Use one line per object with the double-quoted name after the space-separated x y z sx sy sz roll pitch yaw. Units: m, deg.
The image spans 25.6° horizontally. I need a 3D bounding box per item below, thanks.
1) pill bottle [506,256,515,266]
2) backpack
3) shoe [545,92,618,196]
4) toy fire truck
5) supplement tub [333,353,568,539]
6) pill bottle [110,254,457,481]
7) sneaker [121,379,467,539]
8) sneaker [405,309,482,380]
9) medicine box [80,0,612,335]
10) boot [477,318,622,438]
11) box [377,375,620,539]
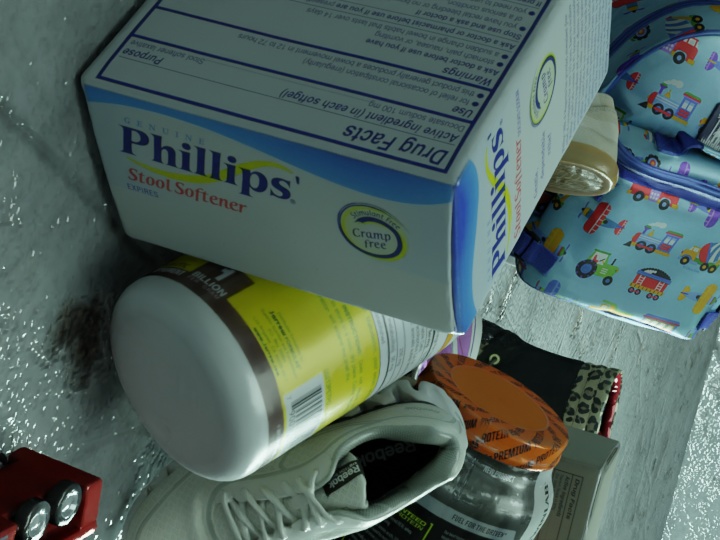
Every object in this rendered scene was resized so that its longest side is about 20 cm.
0.125 -0.100 1.075 0.104 0.104 0.200 -53 152 -44 "pill bottle"
0.184 -0.081 0.952 0.200 0.182 0.135 -54 -148 24 "backpack"
0.044 -0.085 0.864 0.070 0.200 0.053 104 -3 -77 "shoe"
-0.167 0.156 0.700 0.200 0.049 0.141 -24 128 -64 "toy fire truck"
0.036 0.158 0.969 0.200 0.122 0.122 -60 164 18 "supplement tub"
-0.020 0.016 0.810 0.200 0.109 0.109 -30 137 -35 "pill bottle"
-0.035 0.117 0.848 0.081 0.200 0.075 -134 -159 -80 "sneaker"
0.032 0.113 1.171 0.114 0.073 0.201 -8 103 -64 "sneaker"
0.003 -0.093 0.751 0.200 0.182 0.103 -58 155 -35 "medicine box"
0.114 0.146 1.275 0.073 0.154 0.204 17 90 -70 "boot"
0.063 0.136 1.063 0.078 0.200 0.095 -26 131 -70 "box"
